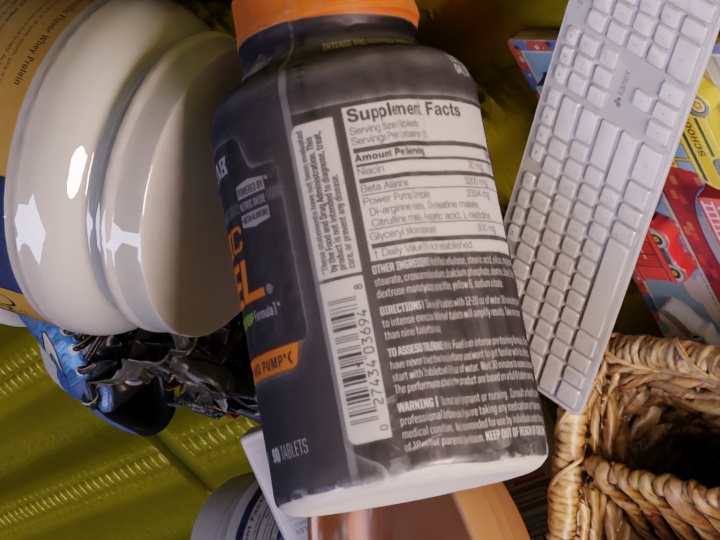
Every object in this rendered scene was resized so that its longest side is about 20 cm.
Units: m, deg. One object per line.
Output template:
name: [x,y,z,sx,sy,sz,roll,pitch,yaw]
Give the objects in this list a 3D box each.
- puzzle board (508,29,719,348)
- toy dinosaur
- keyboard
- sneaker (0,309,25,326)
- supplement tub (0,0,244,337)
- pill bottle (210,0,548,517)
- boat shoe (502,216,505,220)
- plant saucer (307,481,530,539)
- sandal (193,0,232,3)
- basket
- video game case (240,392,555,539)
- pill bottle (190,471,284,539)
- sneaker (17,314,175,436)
puzzle board: [0.150,-0.007,0.804,0.150,0.017,0.201,9,139,48]
toy dinosaur: [-0.049,0.037,1.091,0.135,0.103,0.200,35,141,-25]
keyboard: [0.084,-0.030,0.792,0.056,0.011,0.201,38,137,25]
sneaker: [-0.216,-0.042,1.185,0.080,0.077,0.201,9,141,44]
supplement tub: [-0.140,-0.055,0.912,0.199,0.145,0.145,15,145,26]
pill bottle: [0.002,-0.014,0.813,0.106,0.106,0.202,-30,69,63]
boat shoe: [0.000,0.000,0.936,0.074,0.067,0.199,20,174,-43]
plant saucer: [0.032,0.149,0.924,0.200,0.037,0.202,170,90,-68]
sandal: [-0.136,-0.155,0.888,0.199,0.043,0.076,19,-177,4]
basket: [0.159,0.126,0.821,0.199,0.143,0.149,11,156,46]
video game case: [0.046,0.144,1.008,0.142,0.018,0.201,-22,96,18]
pill bottle: [-0.003,0.157,1.145,0.120,0.120,0.199,52,152,-21]
sneaker: [-0.145,0.022,1.172,0.089,0.079,0.200,38,165,35]
